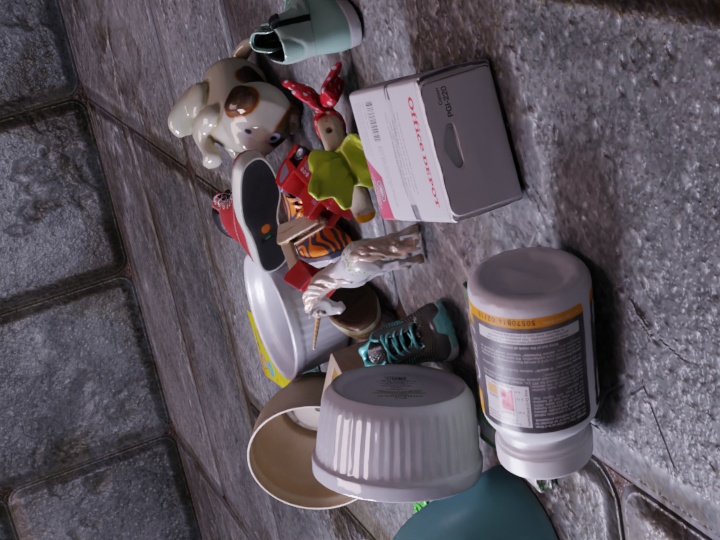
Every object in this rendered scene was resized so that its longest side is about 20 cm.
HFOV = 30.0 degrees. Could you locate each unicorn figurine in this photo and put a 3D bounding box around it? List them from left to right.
[{"bbox_3d":[0.000,0.000,1.627,0.074,0.137,0.200,63,160,23],"label":"unicorn figurine"}]

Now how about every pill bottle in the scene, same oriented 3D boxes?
[{"bbox_3d":[0.166,0.089,1.266,0.116,0.116,0.201,-138,34,-56],"label":"pill bottle"}]

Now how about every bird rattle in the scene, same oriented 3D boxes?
[{"bbox_3d":[-0.031,-0.145,1.652,0.200,0.112,0.163,61,176,38],"label":"bird rattle"}]

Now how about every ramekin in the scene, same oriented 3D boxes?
[{"bbox_3d":[-0.094,0.055,2.023,0.201,0.097,0.201,90,154,-46],"label":"ramekin"},{"bbox_3d":[0.043,0.181,1.548,0.200,0.199,0.106,-151,58,-64],"label":"ramekin"}]

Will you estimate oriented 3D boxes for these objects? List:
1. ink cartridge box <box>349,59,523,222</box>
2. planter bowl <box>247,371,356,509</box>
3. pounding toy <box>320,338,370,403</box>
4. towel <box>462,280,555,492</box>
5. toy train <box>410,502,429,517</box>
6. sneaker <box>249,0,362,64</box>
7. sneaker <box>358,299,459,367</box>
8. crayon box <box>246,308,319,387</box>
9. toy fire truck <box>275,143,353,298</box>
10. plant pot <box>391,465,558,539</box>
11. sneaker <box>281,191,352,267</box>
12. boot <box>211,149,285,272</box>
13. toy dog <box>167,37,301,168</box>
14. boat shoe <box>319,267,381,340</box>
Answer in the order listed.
[{"bbox_3d":[0.073,-0.130,1.374,0.200,0.084,0.146,-168,61,-71],"label":"ink cartridge box"},{"bbox_3d":[-0.065,0.237,2.006,0.135,0.199,0.201,-89,-6,-55],"label":"planter bowl"},{"bbox_3d":[0.021,0.209,1.763,0.184,0.142,0.201,103,145,-59],"label":"pounding toy"},{"bbox_3d":[0.159,0.127,1.473,0.153,0.023,0.201,-140,36,-60],"label":"towel"},{"bbox_3d":[0.101,0.323,1.809,0.056,0.042,0.200,51,155,25],"label":"toy train"},{"bbox_3d":[-0.090,-0.314,1.618,0.201,0.118,0.074,-129,25,-50],"label":"sneaker"},{"bbox_3d":[0.055,0.091,1.630,0.078,0.091,0.200,68,162,8],"label":"sneaker"},{"bbox_3d":[-0.130,0.130,2.274,0.200,0.051,0.128,22,128,66],"label":"crayon box"},{"bbox_3d":[-0.069,-0.066,1.773,0.141,0.049,0.200,-54,41,11],"label":"toy fire truck"},{"bbox_3d":[0.126,0.350,1.565,0.200,0.160,0.202,161,90,-73],"label":"plant pot"},{"bbox_3d":[-0.070,-0.073,1.860,0.200,0.077,0.113,28,135,65],"label":"sneaker"},{"bbox_3d":[-0.175,-0.106,1.907,0.144,0.072,0.201,40,150,38],"label":"boot"},{"bbox_3d":[-0.159,-0.225,1.920,0.194,0.139,0.200,-59,29,3],"label":"toy dog"},{"bbox_3d":[-0.010,0.057,1.849,0.076,0.071,0.200,65,175,-26],"label":"boat shoe"}]
